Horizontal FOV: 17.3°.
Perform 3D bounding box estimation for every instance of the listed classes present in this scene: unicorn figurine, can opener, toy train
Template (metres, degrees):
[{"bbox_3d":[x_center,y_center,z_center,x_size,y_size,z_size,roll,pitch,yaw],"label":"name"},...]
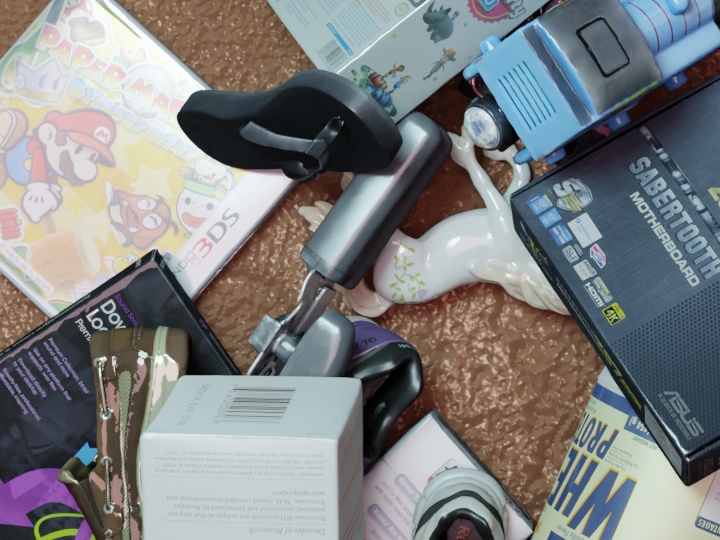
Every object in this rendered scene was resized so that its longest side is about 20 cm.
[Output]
[{"bbox_3d":[0.072,-0.023,1.498,0.199,0.074,0.138,-18,88,22],"label":"unicorn figurine"},{"bbox_3d":[0.000,0.000,1.449,0.067,0.053,0.200,37,94,17],"label":"can opener"},{"bbox_3d":[0.149,-0.131,1.386,0.200,0.114,0.087,-31,90,-30],"label":"toy train"}]

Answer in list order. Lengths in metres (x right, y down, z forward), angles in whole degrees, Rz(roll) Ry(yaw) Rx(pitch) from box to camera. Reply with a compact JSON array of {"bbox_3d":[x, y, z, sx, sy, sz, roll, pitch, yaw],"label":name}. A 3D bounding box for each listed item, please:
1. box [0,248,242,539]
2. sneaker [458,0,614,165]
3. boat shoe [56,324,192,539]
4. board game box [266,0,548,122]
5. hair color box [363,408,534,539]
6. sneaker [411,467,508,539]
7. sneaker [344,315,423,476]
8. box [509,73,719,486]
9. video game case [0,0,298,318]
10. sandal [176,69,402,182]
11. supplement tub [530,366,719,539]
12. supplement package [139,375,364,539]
[{"bbox_3d":[-0.173,0.099,1.518,0.200,0.036,0.143,-34,101,3],"label":"box"},{"bbox_3d":[0.113,-0.112,1.492,0.095,0.079,0.201,-19,80,12],"label":"sneaker"},{"bbox_3d":[-0.152,0.133,1.475,0.075,0.075,0.203,6,93,-2],"label":"boat shoe"},{"bbox_3d":[0.047,-0.194,1.457,0.200,0.148,0.064,-39,130,5],"label":"board game box"},{"bbox_3d":[0.005,0.191,1.501,0.200,0.061,0.099,-42,86,5],"label":"hair color box"},{"bbox_3d":[0.049,0.223,1.429,0.073,0.080,0.201,4,94,2],"label":"sneaker"},{"bbox_3d":[-0.039,0.116,1.468,0.076,0.088,0.200,40,83,-26],"label":"sneaker"},{"bbox_3d":[0.203,0.002,1.374,0.157,0.051,0.200,-29,65,-6],"label":"box"},{"bbox_3d":[-0.169,-0.062,1.542,0.200,0.023,0.182,42,94,5],"label":"video game case"},{"bbox_3d":[-0.045,-0.077,1.434,0.076,0.200,0.043,44,65,-26],"label":"sandal"},{"bbox_3d":[0.179,0.168,1.439,0.145,0.145,0.201,23,92,6],"label":"supplement tub"},{"bbox_3d":[-0.060,0.174,1.397,0.117,0.117,0.201,1,104,7],"label":"supplement package"}]
